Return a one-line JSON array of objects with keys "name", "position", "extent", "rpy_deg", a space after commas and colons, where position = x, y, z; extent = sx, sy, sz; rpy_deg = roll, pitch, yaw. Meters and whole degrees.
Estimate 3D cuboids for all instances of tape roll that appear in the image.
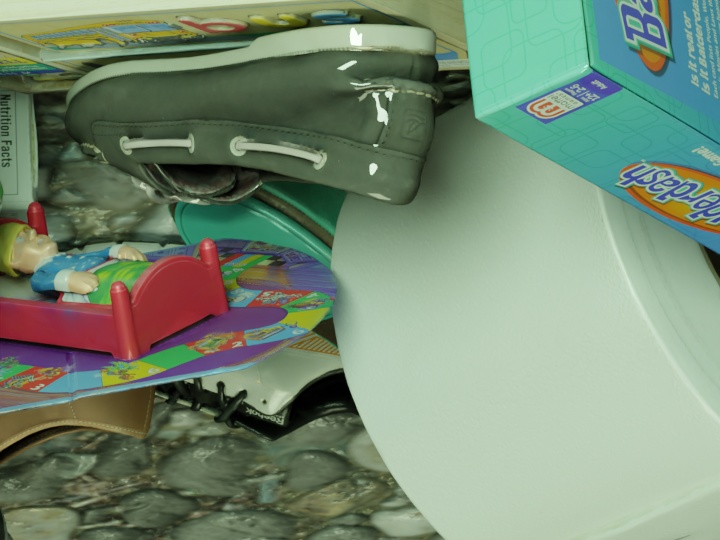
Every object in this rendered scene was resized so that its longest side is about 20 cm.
[{"name": "tape roll", "position": [0.107, 0.011, 1.017], "extent": [0.203, 0.203, 0.139], "rpy_deg": [19, 145, -40]}]

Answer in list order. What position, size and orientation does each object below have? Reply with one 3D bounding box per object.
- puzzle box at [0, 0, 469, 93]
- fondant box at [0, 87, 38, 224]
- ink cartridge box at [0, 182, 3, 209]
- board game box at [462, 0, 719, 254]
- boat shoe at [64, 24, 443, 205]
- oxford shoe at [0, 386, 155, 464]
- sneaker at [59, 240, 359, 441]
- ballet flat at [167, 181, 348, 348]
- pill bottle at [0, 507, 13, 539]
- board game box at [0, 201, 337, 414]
[{"name": "puzzle box", "position": [-0.062, -0.085, 0.896], "extent": [0.200, 0.025, 0.133], "rpy_deg": [-2, 174, 25]}, {"name": "fondant box", "position": [-0.230, -0.014, 1.067], "extent": [0.200, 0.058, 0.144], "rpy_deg": [0, 153, -7]}, {"name": "ink cartridge box", "position": [-0.235, -0.052, 0.876], "extent": [0.200, 0.083, 0.147], "rpy_deg": [16, 157, 13]}, {"name": "board game box", "position": [0.105, -0.089, 0.865], "extent": [0.045, 0.152, 0.200], "rpy_deg": [-22, 149, 33]}, {"name": "boat shoe", "position": [-0.044, -0.043, 0.899], "extent": [0.067, 0.057, 0.200], "rpy_deg": [4, 173, -34]}, {"name": "oxford shoe", "position": [-0.179, 0.053, 1.053], "extent": [0.200, 0.071, 0.071], "rpy_deg": [-7, 178, 9]}, {"name": "sneaker", "position": [-0.067, 0.033, 1.171], "extent": [0.200, 0.080, 0.074], "rpy_deg": [-3, 156, -2]}, {"name": "ballet flat", "position": [0.000, 0.000, 1.112], "extent": [0.067, 0.070, 0.200], "rpy_deg": [-21, 130, 42]}, {"name": "pill bottle", "position": [-0.237, 0.126, 1.291], "extent": [0.113, 0.113, 0.200], "rpy_deg": [-9, 154, 7]}, {"name": "board game box", "position": [-0.110, 0.004, 0.962], "extent": [0.200, 0.039, 0.158], "rpy_deg": [-11, -163, -4]}]
